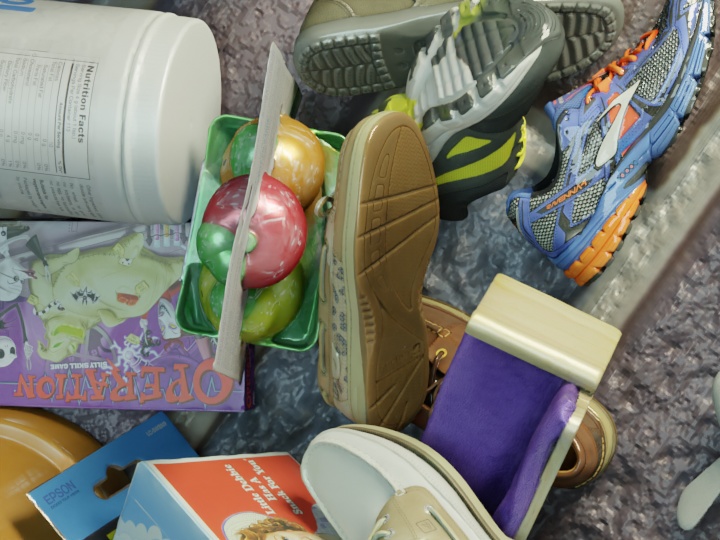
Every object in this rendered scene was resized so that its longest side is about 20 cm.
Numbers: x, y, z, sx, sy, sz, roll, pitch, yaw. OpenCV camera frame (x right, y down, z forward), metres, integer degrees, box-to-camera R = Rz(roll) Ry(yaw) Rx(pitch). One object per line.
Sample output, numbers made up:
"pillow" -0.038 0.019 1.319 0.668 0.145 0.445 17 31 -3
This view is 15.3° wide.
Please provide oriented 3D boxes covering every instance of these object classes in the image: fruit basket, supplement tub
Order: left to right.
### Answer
"supplement tub" -0.197 -0.101 1.642 0.199 0.132 0.133 6 96 13
"fruit basket" -0.066 -0.028 1.560 0.093 0.200 0.187 9 86 9

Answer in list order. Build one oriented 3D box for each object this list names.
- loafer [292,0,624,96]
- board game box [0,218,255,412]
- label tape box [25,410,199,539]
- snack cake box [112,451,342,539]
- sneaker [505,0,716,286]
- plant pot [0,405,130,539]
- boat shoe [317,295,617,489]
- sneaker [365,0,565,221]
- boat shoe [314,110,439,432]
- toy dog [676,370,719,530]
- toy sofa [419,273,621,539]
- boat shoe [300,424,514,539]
"loafer" 0.057 -0.155 1.599 0.199 0.075 0.070 -4 52 0
"board game box" -0.164 0.027 1.696 0.199 0.032 0.121 0 96 14
"label tape box" -0.109 0.200 1.632 0.200 0.144 0.063 47 126 10
"snack cake box" -0.042 0.189 1.541 0.200 0.115 0.068 44 123 40
"sneaker" 0.150 -0.092 1.580 0.078 0.075 0.201 27 99 1
"plant pot" -0.250 0.193 1.651 0.199 0.183 0.202 1 95 14
"boat shoe" 0.061 0.070 1.622 0.199 0.068 0.072 28 101 11
"sneaker" 0.069 -0.094 1.574 0.200 0.084 0.075 -41 45 48
"boat shoe" 0.000 0.000 1.558 0.062 0.073 0.201 22 120 39
"toy dog" 0.247 0.162 1.586 0.131 0.096 0.201 14 83 15
"toy sofa" 0.070 0.112 1.538 0.082 0.098 0.201 26 124 6
"boat shoe" 0.032 0.156 1.495 0.200 0.068 0.075 37 125 30
